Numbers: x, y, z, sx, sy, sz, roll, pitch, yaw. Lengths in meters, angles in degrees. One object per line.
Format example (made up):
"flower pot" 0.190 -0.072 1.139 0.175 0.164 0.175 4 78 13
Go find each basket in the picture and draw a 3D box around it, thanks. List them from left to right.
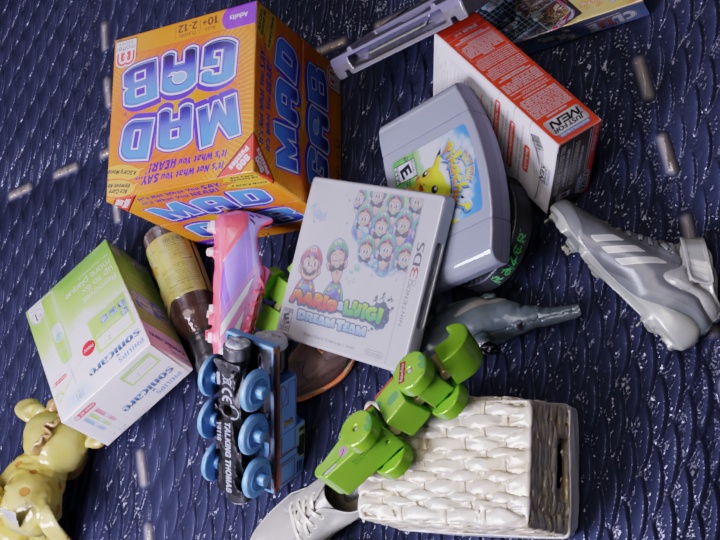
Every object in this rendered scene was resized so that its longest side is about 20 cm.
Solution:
"basket" 0.106 0.193 1.081 0.198 0.123 0.137 -4 74 27

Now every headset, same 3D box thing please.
"headset" 0.104 -0.063 1.160 0.124 0.093 0.200 -62 33 18

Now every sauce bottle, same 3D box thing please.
"sauce bottle" -0.211 0.034 1.331 0.064 0.065 0.201 -32 62 17

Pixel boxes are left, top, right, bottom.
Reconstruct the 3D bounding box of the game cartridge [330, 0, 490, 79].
"game cartridge" 0.070 -0.280 1.207 0.199 0.039 0.130 -17 23 44

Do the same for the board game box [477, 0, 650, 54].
"board game box" 0.213 -0.321 1.217 0.199 0.035 0.137 -13 70 25

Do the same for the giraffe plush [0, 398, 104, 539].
"giraffe plush" -0.395 0.245 1.330 0.200 0.172 0.163 -40 23 56

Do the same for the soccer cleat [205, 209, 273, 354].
"soccer cleat" -0.136 0.033 1.230 0.076 0.067 0.202 0 90 -12

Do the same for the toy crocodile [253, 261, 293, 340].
"toy crocodile" -0.099 0.066 1.271 0.067 0.062 0.201 33 97 32

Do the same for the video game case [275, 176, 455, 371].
"video game case" 0.000 0.000 1.147 0.199 0.024 0.184 12 88 45

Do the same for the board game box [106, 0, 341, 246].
"board game box" -0.153 -0.162 1.276 0.198 0.200 0.202 -8 72 26

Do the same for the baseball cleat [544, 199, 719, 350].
"baseball cleat" 0.282 -0.015 1.085 0.106 0.070 0.200 -42 70 5

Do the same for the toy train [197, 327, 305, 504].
"toy train" -0.116 0.155 1.182 0.086 0.114 0.202 15 116 30

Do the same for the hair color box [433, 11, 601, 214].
"hair color box" 0.160 -0.169 1.153 0.064 0.111 0.200 -30 59 -17

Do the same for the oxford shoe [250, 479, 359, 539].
"oxford shoe" -0.050 0.265 1.186 0.199 0.058 0.076 -34 65 18

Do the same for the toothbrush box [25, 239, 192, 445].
"toothbrush box" -0.311 0.086 1.330 0.145 0.086 0.200 -40 49 8

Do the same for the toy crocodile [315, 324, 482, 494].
"toy crocodile" 0.036 0.132 1.024 0.200 0.067 0.062 -48 32 10

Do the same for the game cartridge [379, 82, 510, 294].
"game cartridge" 0.089 -0.086 1.123 0.133 0.040 0.202 -24 67 36

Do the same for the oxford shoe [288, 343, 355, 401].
"oxford shoe" -0.031 0.069 1.218 0.200 0.073 0.071 -45 60 11

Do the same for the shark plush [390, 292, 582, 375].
"shark plush" 0.130 0.073 1.128 0.198 0.083 0.092 -2 115 8
